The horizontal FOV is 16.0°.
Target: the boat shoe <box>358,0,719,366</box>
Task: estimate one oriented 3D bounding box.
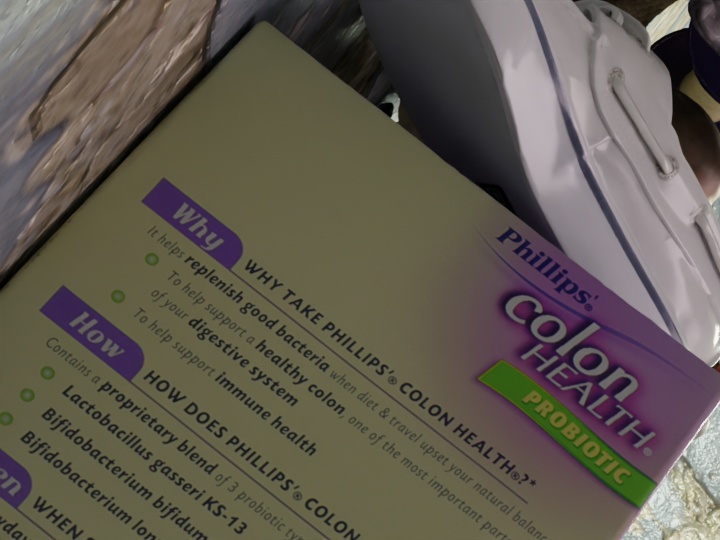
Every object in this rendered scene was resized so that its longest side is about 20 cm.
[{"bbox_3d":[0.060,-0.048,0.767,0.065,0.201,0.073,-38,-148,-20],"label":"boat shoe"}]

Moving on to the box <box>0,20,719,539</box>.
[{"bbox_3d":[-0.027,0.065,0.731,0.200,0.176,0.097,-49,173,-28],"label":"box"}]

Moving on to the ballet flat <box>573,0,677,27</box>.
[{"bbox_3d":[0.136,-0.133,0.919,0.200,0.046,0.068,-35,-158,28],"label":"ballet flat"}]

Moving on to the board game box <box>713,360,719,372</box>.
[{"bbox_3d":[0.108,-0.034,1.092,0.036,0.201,0.151,-25,174,2],"label":"board game box"}]

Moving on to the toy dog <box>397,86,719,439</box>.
[{"bbox_3d":[0.053,-0.006,0.908,0.139,0.194,0.200,-38,177,-13],"label":"toy dog"}]

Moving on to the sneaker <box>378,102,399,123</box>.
[{"bbox_3d":[0.000,0.000,1.072,0.198,0.130,0.079,-14,-173,16],"label":"sneaker"}]

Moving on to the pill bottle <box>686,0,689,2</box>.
[{"bbox_3d":[0.196,-0.207,1.097,0.120,0.119,0.200,-46,171,-44],"label":"pill bottle"}]

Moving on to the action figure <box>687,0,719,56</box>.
[{"bbox_3d":[0.111,-0.141,0.805,0.118,0.200,0.102,-15,125,-7],"label":"action figure"}]

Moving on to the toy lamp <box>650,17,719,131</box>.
[{"bbox_3d":[0.131,-0.070,0.931,0.058,0.058,0.200,-52,177,-4],"label":"toy lamp"}]
